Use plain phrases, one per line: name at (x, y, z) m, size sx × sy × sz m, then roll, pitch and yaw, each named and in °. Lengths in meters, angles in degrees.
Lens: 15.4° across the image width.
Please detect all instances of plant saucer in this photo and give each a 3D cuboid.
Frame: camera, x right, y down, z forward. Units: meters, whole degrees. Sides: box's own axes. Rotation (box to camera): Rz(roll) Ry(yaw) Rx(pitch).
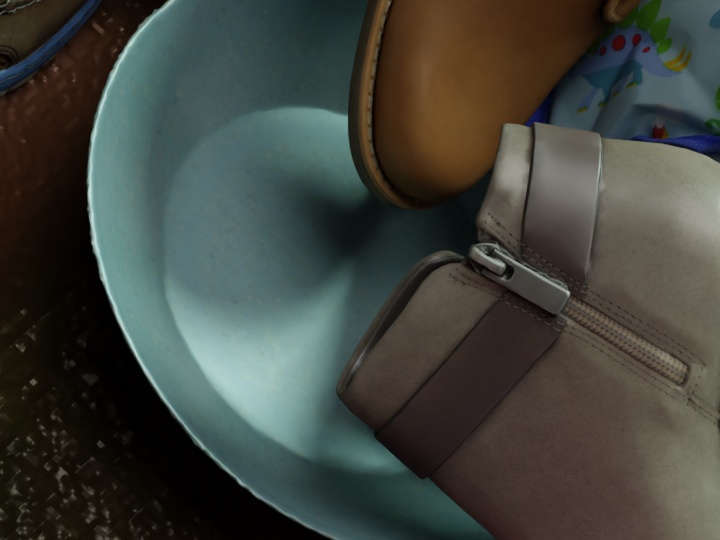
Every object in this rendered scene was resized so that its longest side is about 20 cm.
plant saucer at (0.000, 0.000, 0.823) m, size 0.201 × 0.039 × 0.202 m, roll 14°, pitch 60°, yaw -25°

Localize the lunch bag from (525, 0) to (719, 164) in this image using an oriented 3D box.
lunch bag at (0.154, -0.069, 0.860) m, size 0.170 × 0.127 × 0.200 m, roll 37°, pitch 58°, yaw -32°

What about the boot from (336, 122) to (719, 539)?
boot at (0.061, 0.061, 0.754) m, size 0.146 × 0.070 × 0.200 m, roll 26°, pitch 97°, yaw -6°

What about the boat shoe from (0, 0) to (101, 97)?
boat shoe at (-0.141, -0.084, 0.798) m, size 0.072 × 0.072 × 0.200 m, roll 48°, pitch 54°, yaw 8°

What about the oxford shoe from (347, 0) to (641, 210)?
oxford shoe at (0.065, -0.102, 0.782) m, size 0.071 × 0.071 × 0.200 m, roll 34°, pitch 87°, yaw -39°
